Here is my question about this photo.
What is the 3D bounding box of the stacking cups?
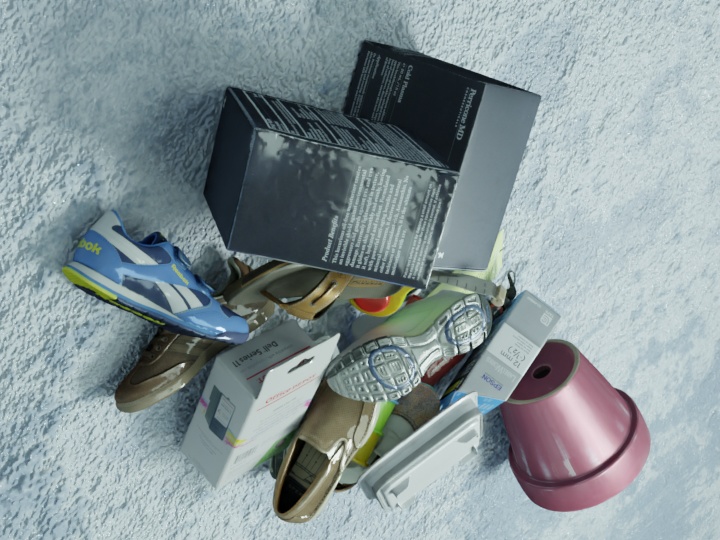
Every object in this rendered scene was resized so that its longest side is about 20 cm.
[{"bbox_3d":[0.025,0.121,1.491,0.060,0.060,0.201,29,85,-50],"label":"stacking cups"}]

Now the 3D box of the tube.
[{"bbox_3d":[0.120,0.031,1.646,0.200,0.058,0.052,-43,101,-26],"label":"tube"}]

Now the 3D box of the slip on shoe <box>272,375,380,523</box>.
[{"bbox_3d":[-0.041,0.186,1.432,0.201,0.076,0.061,-61,158,4],"label":"slip on shoe"}]

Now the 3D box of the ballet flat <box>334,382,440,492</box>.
[{"bbox_3d":[0.022,0.208,1.546,0.200,0.068,0.067,-46,-173,36],"label":"ballet flat"}]

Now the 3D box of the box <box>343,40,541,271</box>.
[{"bbox_3d":[0.070,-0.123,1.402,0.104,0.181,0.202,3,109,-47],"label":"box"}]

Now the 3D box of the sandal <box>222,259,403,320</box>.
[{"bbox_3d":[-0.038,0.023,1.288,0.199,0.055,0.082,2,151,-34],"label":"sandal"}]

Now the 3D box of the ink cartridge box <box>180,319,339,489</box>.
[{"bbox_3d":[-0.107,0.129,1.378,0.117,0.067,0.201,-26,152,-43],"label":"ink cartridge box"}]

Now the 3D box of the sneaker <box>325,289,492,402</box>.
[{"bbox_3d":[0.047,0.081,1.422,0.199,0.087,0.075,-24,111,-20],"label":"sneaker"}]

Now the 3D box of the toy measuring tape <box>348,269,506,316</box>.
[{"bbox_3d":[0.054,0.023,1.392,0.074,0.198,0.074,14,90,-83],"label":"toy measuring tape"}]

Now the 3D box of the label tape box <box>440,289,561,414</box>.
[{"bbox_3d":[0.166,0.134,1.670,0.201,0.066,0.143,-56,178,-16],"label":"label tape box"}]

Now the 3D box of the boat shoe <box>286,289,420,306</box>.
[{"bbox_3d":[0.000,0.000,1.478,0.199,0.075,0.061,-8,122,-45],"label":"boat shoe"}]

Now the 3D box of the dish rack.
[{"bbox_3d":[0.081,0.223,1.533,0.171,0.044,0.200,-37,164,-7],"label":"dish rack"}]

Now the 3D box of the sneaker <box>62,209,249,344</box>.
[{"bbox_3d":[-0.185,0.012,1.259,0.199,0.074,0.083,29,74,-29],"label":"sneaker"}]

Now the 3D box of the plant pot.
[{"bbox_3d":[0.279,0.202,1.809,0.200,0.199,0.180,-44,120,-20],"label":"plant pot"}]

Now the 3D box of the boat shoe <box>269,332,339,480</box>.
[{"bbox_3d":[-0.073,0.161,1.494,0.070,0.063,0.202,-10,116,-45],"label":"boat shoe"}]

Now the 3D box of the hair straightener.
[{"bbox_3d":[0.127,0.074,1.666,0.041,0.077,0.200,43,85,-13],"label":"hair straightener"}]

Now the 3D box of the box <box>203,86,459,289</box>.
[{"bbox_3d":[-0.037,-0.082,1.248,0.197,0.200,0.124,12,105,-16],"label":"box"}]

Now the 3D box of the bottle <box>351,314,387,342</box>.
[{"bbox_3d":[0.032,0.141,1.581,0.066,0.083,0.201,-69,150,-48],"label":"bottle"}]

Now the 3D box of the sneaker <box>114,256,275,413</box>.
[{"bbox_3d":[-0.183,0.064,1.342,0.200,0.070,0.076,-38,108,-24],"label":"sneaker"}]
